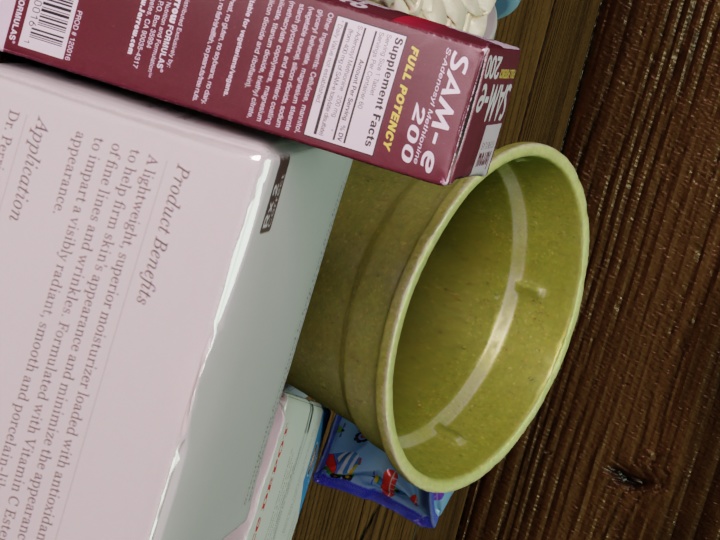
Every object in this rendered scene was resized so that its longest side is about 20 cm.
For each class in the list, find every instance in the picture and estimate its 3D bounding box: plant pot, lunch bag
[{"bbox_3d":[0.000,0.000,1.461,0.200,0.184,0.201,-34,135,-44],"label":"plant pot"},{"bbox_3d":[0.043,0.040,1.677,0.200,0.094,0.151,93,23,-47],"label":"lunch bag"}]

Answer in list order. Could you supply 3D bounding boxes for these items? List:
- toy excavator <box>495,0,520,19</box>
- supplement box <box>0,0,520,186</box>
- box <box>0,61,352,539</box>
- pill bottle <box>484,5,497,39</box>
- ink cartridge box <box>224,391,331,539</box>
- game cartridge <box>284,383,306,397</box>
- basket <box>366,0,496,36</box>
[{"bbox_3d":[0.065,-0.206,1.769,0.200,0.194,0.100,52,51,-45],"label":"toy excavator"},{"bbox_3d":[-0.041,-0.092,1.058,0.109,0.199,0.061,-23,130,-79],"label":"supplement box"},{"bbox_3d":[-0.103,0.018,1.123,0.200,0.130,0.200,-25,133,-78],"label":"box"},{"bbox_3d":[0.034,-0.110,1.733,0.200,0.111,0.111,104,8,-54],"label":"pill bottle"},{"bbox_3d":[-0.087,0.139,1.604,0.200,0.086,0.147,38,69,-80],"label":"ink cartridge box"},{"bbox_3d":[-0.021,0.025,1.733,0.133,0.042,0.200,-29,161,-24],"label":"game cartridge"},{"bbox_3d":[-0.010,-0.183,1.199,0.136,0.123,0.200,-70,157,-13],"label":"basket"}]
